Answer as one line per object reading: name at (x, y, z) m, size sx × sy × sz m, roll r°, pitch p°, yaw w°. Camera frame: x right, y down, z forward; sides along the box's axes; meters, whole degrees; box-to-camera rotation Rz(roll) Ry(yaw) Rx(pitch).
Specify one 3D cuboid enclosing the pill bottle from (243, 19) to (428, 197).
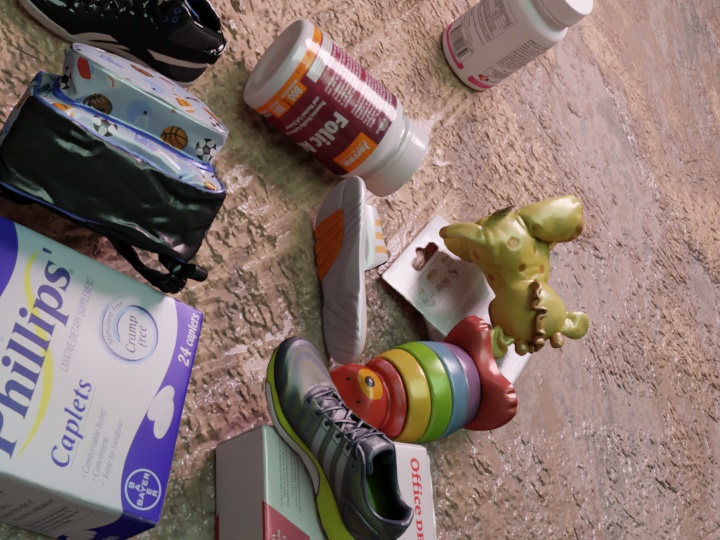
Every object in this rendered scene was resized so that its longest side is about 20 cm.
pill bottle at (-0.024, -0.178, 1.026) m, size 0.199 × 0.114 × 0.115 m, roll 36°, pitch 49°, yaw -25°

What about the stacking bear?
stacking bear at (0.044, 0.129, 0.940) m, size 0.198 × 0.114 × 0.122 m, roll -5°, pitch 62°, yaw -33°

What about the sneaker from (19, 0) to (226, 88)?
sneaker at (-0.222, -0.263, 0.880) m, size 0.199 × 0.112 × 0.074 m, roll 22°, pitch 54°, yaw -35°

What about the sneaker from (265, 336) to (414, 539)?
sneaker at (-0.012, 0.145, 0.773) m, size 0.074 × 0.081 × 0.201 m, roll -23°, pitch 84°, yaw -47°

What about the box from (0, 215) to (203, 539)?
box at (-0.242, 0.089, 0.687) m, size 0.199 × 0.105 × 0.185 m, roll 28°, pitch 52°, yaw -30°

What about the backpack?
backpack at (-0.208, -0.100, 0.750) m, size 0.199 × 0.190 × 0.155 m, roll 32°, pitch 90°, yaw -28°

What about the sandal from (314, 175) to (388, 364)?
sandal at (-0.006, 0.002, 0.986) m, size 0.059 × 0.079 × 0.209 m, roll 13°, pitch 70°, yaw -40°

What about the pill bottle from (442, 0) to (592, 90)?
pill bottle at (0.224, -0.354, 1.290) m, size 0.113 × 0.199 × 0.114 m, roll 21°, pitch 56°, yaw -35°

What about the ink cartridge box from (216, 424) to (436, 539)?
ink cartridge box at (-0.029, 0.232, 0.833) m, size 0.199 × 0.084 × 0.146 m, roll 16°, pitch 59°, yaw -37°

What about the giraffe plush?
giraffe plush at (0.186, 0.012, 1.035) m, size 0.200 × 0.171 × 0.164 m, roll -5°, pitch 81°, yaw -74°

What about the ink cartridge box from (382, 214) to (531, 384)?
ink cartridge box at (0.128, 0.045, 1.113) m, size 0.199 × 0.057 × 0.163 m, roll 38°, pitch 44°, yaw 5°
